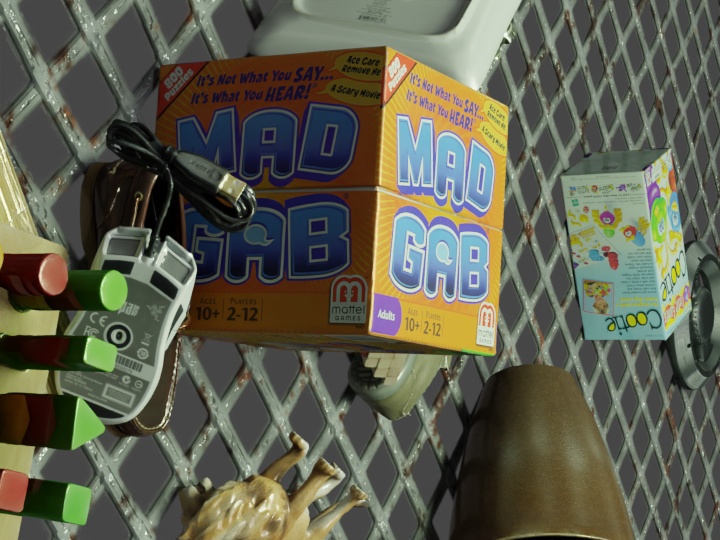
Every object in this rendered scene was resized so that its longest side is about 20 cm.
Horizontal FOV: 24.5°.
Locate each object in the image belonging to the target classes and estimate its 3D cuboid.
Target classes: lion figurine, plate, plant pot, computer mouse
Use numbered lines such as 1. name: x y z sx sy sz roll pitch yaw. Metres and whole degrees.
1. lion figurine: -0.063 0.197 1.303 0.123 0.072 0.200 -49 147 -4
2. plate: 0.030 -0.232 1.359 0.032 0.199 0.200 84 25 -47
3. plant pot: 0.172 0.201 1.632 0.187 0.186 0.201 43 38 -50
4. computer mouse: -0.148 0.007 1.103 0.044 0.109 0.201 -81 -165 -74

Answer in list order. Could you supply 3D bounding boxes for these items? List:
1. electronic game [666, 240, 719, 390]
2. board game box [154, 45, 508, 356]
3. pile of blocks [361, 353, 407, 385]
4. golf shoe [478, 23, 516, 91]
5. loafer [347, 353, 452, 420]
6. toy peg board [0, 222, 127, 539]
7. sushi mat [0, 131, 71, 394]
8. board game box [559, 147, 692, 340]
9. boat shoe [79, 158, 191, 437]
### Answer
1. electronic game: 0.448 0.060 2.215 0.200 0.041 0.201 -1 92 -60
2. board game box: -0.023 -0.043 1.258 0.200 0.199 0.201 13 78 -59
3. pile of blocks: 0.000 0.000 1.448 0.062 0.082 0.201 5 66 -17
4. golf shoe: 0.075 -0.201 1.579 0.088 0.077 0.200 50 42 -19
5. loafer: 0.052 0.057 1.520 0.200 0.075 0.070 -54 139 -33
6. toy peg board: -0.234 0.058 0.978 0.199 0.097 0.201 25 69 -54
7. sushi mat: -0.234 0.018 1.079 0.096 0.012 0.201 -45 126 -50
8. board game box: 0.311 -0.030 1.923 0.103 0.104 0.201 -34 119 -55
9. boat shoe: -0.153 0.020 1.163 0.070 0.070 0.201 -17 104 -58
